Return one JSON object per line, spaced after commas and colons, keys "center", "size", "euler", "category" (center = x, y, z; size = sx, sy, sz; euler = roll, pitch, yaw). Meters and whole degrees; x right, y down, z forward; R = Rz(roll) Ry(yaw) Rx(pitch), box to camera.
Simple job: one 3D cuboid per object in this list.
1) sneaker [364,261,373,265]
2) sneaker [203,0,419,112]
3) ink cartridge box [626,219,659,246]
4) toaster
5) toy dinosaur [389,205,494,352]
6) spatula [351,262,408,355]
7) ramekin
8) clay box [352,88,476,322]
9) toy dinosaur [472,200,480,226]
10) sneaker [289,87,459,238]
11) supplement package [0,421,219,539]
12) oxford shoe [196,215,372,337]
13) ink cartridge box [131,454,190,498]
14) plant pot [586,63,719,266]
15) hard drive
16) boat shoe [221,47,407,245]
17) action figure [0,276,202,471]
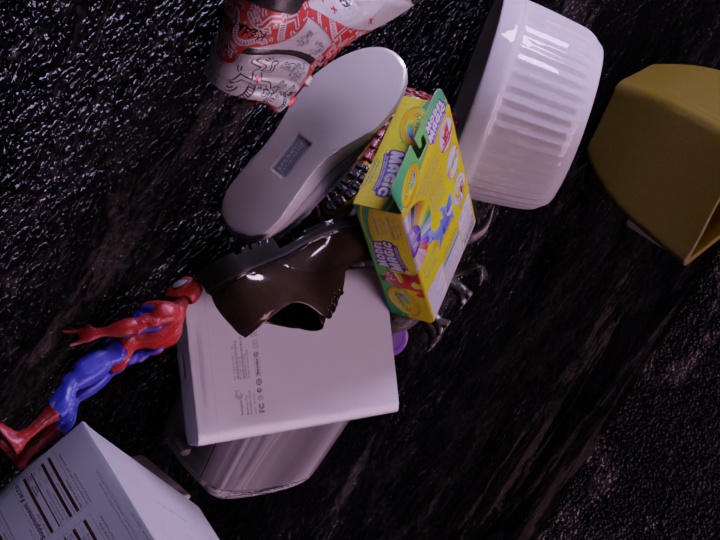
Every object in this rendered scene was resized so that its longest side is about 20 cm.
{"center": [0.012, 0.014, 1.558], "size": [0.085, 0.074, 0.200], "euler": [-44, 154, 0], "category": "sneaker"}
{"center": [-0.037, -0.178, 1.153], "size": [0.201, 0.067, 0.108], "euler": [-17, 139, -54], "category": "sneaker"}
{"center": [0.494, -0.148, 2.380], "size": [0.145, 0.084, 0.200], "euler": [-45, 158, -25], "category": "ink cartridge box"}
{"center": [-0.087, 0.130, 1.438], "size": [0.200, 0.114, 0.129], "euler": [-3, 130, -51], "category": "toaster"}
{"center": [0.052, 0.006, 1.427], "size": [0.200, 0.102, 0.077], "euler": [-54, 174, -3], "category": "toy dinosaur"}
{"center": [0.000, 0.000, 1.466], "size": [0.021, 0.056, 0.200], "euler": [-99, 174, -57], "category": "spatula"}
{"center": [0.149, -0.152, 1.444], "size": [0.200, 0.105, 0.200], "euler": [-162, -90, -88], "category": "ramekin"}
{"center": [0.047, -0.057, 1.310], "size": [0.200, 0.048, 0.115], "euler": [70, 39, -55], "category": "clay box"}
{"center": [0.134, -0.136, 1.592], "size": [0.088, 0.047, 0.200], "euler": [9, 88, -72], "category": "toy dinosaur"}
{"center": [0.005, -0.094, 1.387], "size": [0.200, 0.078, 0.082], "euler": [-35, 157, -24], "category": "sneaker"}
{"center": [-0.213, 0.263, 1.205], "size": [0.200, 0.147, 0.191], "euler": [-40, 142, 0], "category": "supplement package"}
{"center": [-0.044, 0.009, 1.289], "size": [0.200, 0.084, 0.073], "euler": [-23, 173, -43], "category": "oxford shoe"}
{"center": [-0.247, 0.269, 1.381], "size": [0.200, 0.067, 0.117], "euler": [-61, 158, 13], "category": "ink cartridge box"}
{"center": [0.414, -0.161, 2.009], "size": [0.194, 0.200, 0.196], "euler": [-29, 147, -50], "category": "plant pot"}
{"center": [-0.062, 0.070, 1.331], "size": [0.200, 0.027, 0.132], "euler": [-6, 91, -32], "category": "hard drive"}
{"center": [-0.034, -0.098, 1.285], "size": [0.200, 0.072, 0.069], "euler": [-54, 169, -6], "category": "boat shoe"}
{"center": [-0.199, 0.069, 1.198], "size": [0.200, 0.052, 0.065], "euler": [-38, 160, -24], "category": "action figure"}
